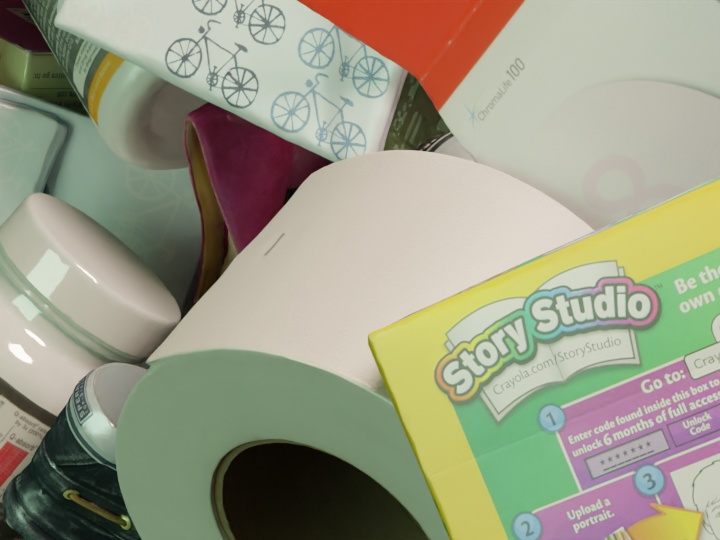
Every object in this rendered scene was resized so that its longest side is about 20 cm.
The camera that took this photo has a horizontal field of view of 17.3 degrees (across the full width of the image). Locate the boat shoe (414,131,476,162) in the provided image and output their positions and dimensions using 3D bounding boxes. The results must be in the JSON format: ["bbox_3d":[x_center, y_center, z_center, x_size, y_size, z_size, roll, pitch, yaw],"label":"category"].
[{"bbox_3d":[0.000,0.000,1.103,0.071,0.072,0.200,51,130,25],"label":"boat shoe"}]

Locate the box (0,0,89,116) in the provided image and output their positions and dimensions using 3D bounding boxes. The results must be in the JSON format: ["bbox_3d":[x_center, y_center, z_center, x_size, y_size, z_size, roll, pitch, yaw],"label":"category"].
[{"bbox_3d":[-0.208,-0.053,1.304,0.176,0.096,0.201,29,113,42],"label":"box"}]

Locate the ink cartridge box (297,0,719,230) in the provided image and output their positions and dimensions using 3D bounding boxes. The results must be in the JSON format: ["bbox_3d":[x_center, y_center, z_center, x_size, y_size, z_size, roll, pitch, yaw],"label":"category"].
[{"bbox_3d":[0.087,-0.100,0.936,0.163,0.199,0.057,-52,15,36],"label":"ink cartridge box"}]

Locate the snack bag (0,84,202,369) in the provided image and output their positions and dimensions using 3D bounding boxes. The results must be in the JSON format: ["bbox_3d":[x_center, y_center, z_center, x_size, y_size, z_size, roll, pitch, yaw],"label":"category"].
[{"bbox_3d":[-0.178,0.003,1.212,0.021,0.199,0.189,-103,32,-71],"label":"snack bag"}]

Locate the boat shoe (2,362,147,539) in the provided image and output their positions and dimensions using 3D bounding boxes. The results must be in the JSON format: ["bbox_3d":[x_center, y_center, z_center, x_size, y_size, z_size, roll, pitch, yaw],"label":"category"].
[{"bbox_3d":[-0.065,0.116,1.106,0.091,0.200,0.071,-47,27,31],"label":"boat shoe"}]

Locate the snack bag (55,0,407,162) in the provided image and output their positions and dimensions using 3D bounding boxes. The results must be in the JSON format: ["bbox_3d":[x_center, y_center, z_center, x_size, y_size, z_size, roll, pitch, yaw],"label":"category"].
[{"bbox_3d":[-0.034,-0.168,1.036,0.188,0.021,0.201,28,104,26],"label":"snack bag"}]

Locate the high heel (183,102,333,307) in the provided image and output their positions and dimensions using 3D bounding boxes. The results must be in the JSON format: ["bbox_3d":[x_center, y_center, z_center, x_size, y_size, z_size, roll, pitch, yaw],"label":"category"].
[{"bbox_3d":[-0.073,0.003,1.164,0.067,0.096,0.201,45,124,34],"label":"high heel"}]

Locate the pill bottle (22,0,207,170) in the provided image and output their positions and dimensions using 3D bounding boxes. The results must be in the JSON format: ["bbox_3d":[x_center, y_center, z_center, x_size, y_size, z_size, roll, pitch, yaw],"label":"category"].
[{"bbox_3d":[-0.116,-0.157,1.180,0.116,0.116,0.200,-52,58,36],"label":"pill bottle"}]

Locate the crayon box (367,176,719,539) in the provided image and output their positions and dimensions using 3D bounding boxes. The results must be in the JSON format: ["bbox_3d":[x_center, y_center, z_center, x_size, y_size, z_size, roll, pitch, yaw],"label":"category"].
[{"bbox_3d":[0.126,0.061,0.806,0.199,0.058,0.173,-24,86,21],"label":"crayon box"}]

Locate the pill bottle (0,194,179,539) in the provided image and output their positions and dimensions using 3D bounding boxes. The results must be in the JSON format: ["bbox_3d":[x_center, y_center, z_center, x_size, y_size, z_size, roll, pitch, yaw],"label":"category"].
[{"bbox_3d":[-0.186,0.068,1.152,0.200,0.116,0.116,-49,57,10],"label":"pill bottle"}]

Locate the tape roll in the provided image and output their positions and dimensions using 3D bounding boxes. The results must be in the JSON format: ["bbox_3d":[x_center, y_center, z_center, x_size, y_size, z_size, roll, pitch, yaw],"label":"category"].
[{"bbox_3d":[0.018,0.070,0.984,0.202,0.139,0.203,20,135,21],"label":"tape roll"}]
